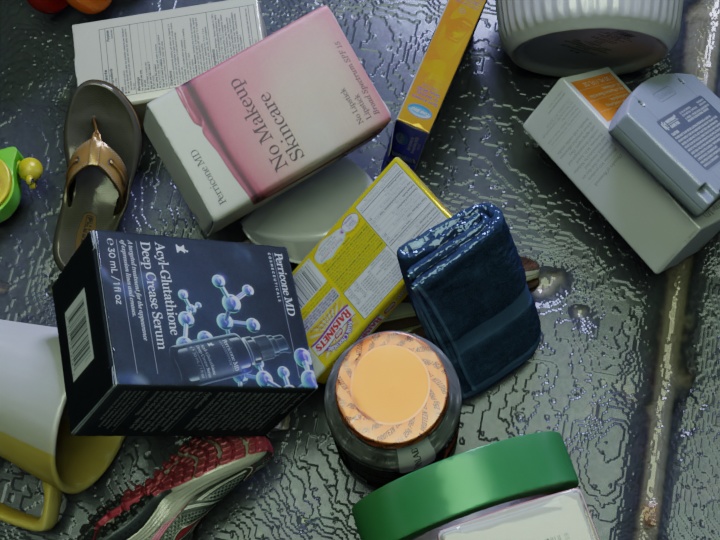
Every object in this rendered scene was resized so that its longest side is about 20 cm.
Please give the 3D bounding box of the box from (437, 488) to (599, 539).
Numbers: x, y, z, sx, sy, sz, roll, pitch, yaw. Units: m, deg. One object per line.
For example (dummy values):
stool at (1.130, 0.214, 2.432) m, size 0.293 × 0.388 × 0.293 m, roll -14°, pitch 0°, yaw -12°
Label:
box at (0.139, 0.270, 1.119) m, size 0.127 × 0.200 × 0.110 m, roll -17°, pitch 72°, yaw -3°

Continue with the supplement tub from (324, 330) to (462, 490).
supplement tub at (0.030, 0.128, 1.172) m, size 0.121 × 0.200 × 0.124 m, roll -1°, pitch 73°, yaw 3°

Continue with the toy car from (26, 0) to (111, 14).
toy car at (-0.326, -0.358, 1.387) m, size 0.200 × 0.175 × 0.150 m, roll 48°, pitch 117°, yaw 15°

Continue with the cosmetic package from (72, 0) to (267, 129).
cosmetic package at (-0.194, -0.213, 1.361) m, size 0.198 × 0.071 × 0.106 m, roll -8°, pitch 74°, yaw 1°

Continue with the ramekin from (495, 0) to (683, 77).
ramekin at (0.227, -0.265, 1.294) m, size 0.198 × 0.200 × 0.106 m, roll 1°, pitch 81°, yaw 4°

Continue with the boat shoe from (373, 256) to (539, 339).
boat shoe at (0.082, 0.040, 1.276) m, size 0.200 × 0.075 × 0.076 m, roll -13°, pitch 107°, yaw -7°

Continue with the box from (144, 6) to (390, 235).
box at (-0.091, -0.142, 1.247) m, size 0.199 × 0.109 × 0.129 m, roll -31°, pitch 92°, yaw -12°

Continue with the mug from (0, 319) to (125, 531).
mug at (-0.319, 0.132, 1.225) m, size 0.152 × 0.150 × 0.188 m, roll 15°, pitch 67°, yaw 16°

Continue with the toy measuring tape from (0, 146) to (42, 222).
toy measuring tape at (-0.420, -0.071, 1.331) m, size 0.198 × 0.074 × 0.074 m, roll -16°, pitch 72°, yaw -2°

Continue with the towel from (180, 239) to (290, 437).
towel at (-0.134, 0.064, 1.289) m, size 0.131 × 0.035 × 0.202 m, roll -5°, pitch 72°, yaw 1°

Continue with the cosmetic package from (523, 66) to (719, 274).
cosmetic package at (0.266, -0.102, 1.276) m, size 0.200 × 0.071 × 0.101 m, roll 50°, pitch 38°, yaw 15°

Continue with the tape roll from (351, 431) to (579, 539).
tape roll at (0.092, 0.201, 1.144) m, size 0.199 × 0.201 × 0.049 m, roll -19°, pitch 73°, yaw -3°

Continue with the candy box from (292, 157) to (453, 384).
candy box at (0.000, 0.000, 1.217) m, size 0.200 × 0.026 × 0.102 m, roll -47°, pitch 60°, yaw 11°

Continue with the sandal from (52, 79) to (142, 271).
sandal at (-0.270, -0.089, 1.300) m, size 0.081 × 0.055 × 0.202 m, roll 14°, pitch 94°, yaw -6°

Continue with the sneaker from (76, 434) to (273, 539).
sneaker at (-0.167, 0.219, 1.222) m, size 0.199 × 0.081 × 0.075 m, roll -34°, pitch 112°, yaw -3°

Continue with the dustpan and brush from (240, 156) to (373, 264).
dustpan and brush at (-0.002, -0.040, 1.288) m, size 0.199 × 0.058 × 0.140 m, roll 21°, pitch 55°, yaw 35°

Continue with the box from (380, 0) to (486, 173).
box at (0.074, -0.190, 1.312) m, size 0.041 × 0.119 × 0.201 m, roll 21°, pitch 75°, yaw 1°

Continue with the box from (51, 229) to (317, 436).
box at (-0.158, 0.060, 1.162) m, size 0.199 × 0.107 × 0.150 m, roll 4°, pitch 58°, yaw -34°

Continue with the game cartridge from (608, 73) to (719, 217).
game cartridge at (0.317, -0.130, 1.260) m, size 0.133 × 0.042 × 0.200 m, roll 43°, pitch 35°, yaw 13°

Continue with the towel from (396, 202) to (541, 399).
towel at (0.107, 0.033, 1.202) m, size 0.111 × 0.201 × 0.049 m, roll -32°, pitch 46°, yaw -6°
